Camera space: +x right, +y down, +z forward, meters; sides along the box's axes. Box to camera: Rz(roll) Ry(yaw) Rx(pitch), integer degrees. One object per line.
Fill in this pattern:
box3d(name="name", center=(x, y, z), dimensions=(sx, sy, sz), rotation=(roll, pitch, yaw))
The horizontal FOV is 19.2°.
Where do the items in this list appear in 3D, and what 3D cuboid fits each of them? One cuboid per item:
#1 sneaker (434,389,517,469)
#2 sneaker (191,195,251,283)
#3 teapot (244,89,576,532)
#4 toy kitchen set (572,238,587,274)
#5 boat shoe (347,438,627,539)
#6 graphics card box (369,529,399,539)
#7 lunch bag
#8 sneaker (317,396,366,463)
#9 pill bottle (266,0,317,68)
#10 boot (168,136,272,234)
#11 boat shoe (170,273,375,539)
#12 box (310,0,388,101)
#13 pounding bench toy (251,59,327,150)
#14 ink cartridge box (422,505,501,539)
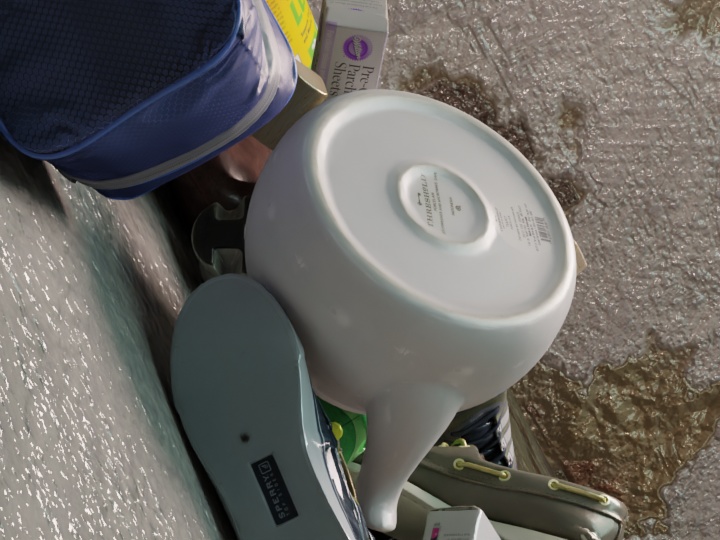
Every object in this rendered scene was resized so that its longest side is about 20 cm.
box3d(name="sneaker", center=(0.077, 0.111, 1.412), dimensions=(0.200, 0.074, 0.081), rotation=(85, -21, -70))
box3d(name="sneaker", center=(0.000, 0.000, 1.310), dimensions=(0.089, 0.199, 0.074), rotation=(85, 11, -55))
box3d(name="teapot", center=(0.012, 0.006, 1.175), dimensions=(0.197, 0.146, 0.200), rotation=(43, 42, 8))
box3d(name="toy kitchen set", center=(0.030, -0.015, 1.510), dimensions=(0.200, 0.180, 0.163), rotation=(49, 2, 15))
box3d(name="boat shoe", center=(0.069, 0.144, 1.341), dimensions=(0.072, 0.201, 0.060), rotation=(79, 33, -56))
box3d(name="graphics card box", center=(0.045, 0.211, 1.432), dimensions=(0.126, 0.051, 0.200), rotation=(58, 6, -36))
box3d(name="lunch bag", center=(-0.129, -0.142, 1.038), dimensions=(0.201, 0.135, 0.132), rotation=(63, 5, 14))
box3d(name="sneaker", center=(-0.016, 0.082, 1.298), dimensions=(0.074, 0.083, 0.200), rotation=(62, 6, -12))
box3d(name="pill bottle", center=(-0.104, -0.216, 1.584), dimensions=(0.200, 0.110, 0.111), rotation=(67, 1, -48))
box3d(name="boot", center=(-0.105, -0.102, 1.375), dimensions=(0.167, 0.072, 0.201), rotation=(60, 10, -48))
box3d(name="boat shoe", center=(-0.041, 0.105, 1.096), dimensions=(0.091, 0.070, 0.201), rotation=(60, 10, -67))
box3d(name="box", center=(-0.018, -0.077, 1.313), dimensions=(0.039, 0.041, 0.201), rotation=(-91, -169, -51))
box3d(name="pounding bench toy", center=(-0.090, -0.168, 1.247), dimensions=(0.200, 0.124, 0.156), rotation=(50, 17, -5))
box3d(name="ink cartridge box", center=(0.074, 0.279, 1.283), dimensions=(0.197, 0.043, 0.201), rotation=(58, 37, -43))
